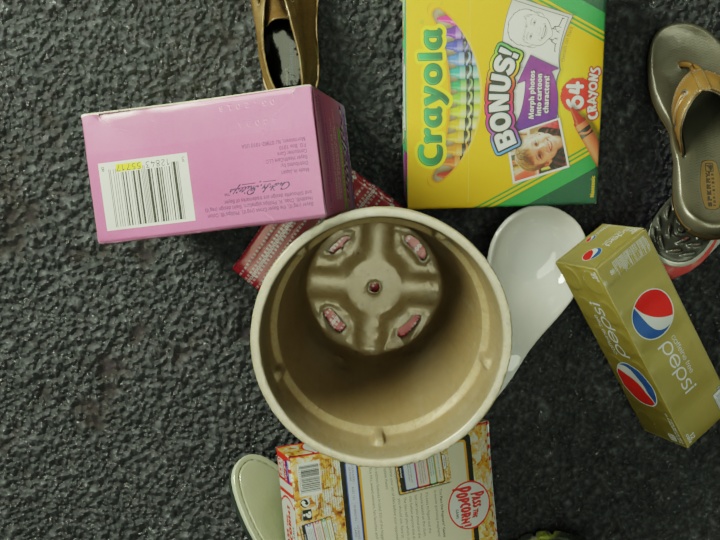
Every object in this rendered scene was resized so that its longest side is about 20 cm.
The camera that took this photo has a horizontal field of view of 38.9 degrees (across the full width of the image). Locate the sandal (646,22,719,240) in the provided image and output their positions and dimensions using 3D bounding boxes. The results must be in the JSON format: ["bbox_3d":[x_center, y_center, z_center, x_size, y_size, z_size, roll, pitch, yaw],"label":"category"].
[{"bbox_3d":[0.296,-0.128,0.885,0.081,0.055,0.203,-1,73,9],"label":"sandal"}]

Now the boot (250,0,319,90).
[{"bbox_3d":[-0.068,-0.242,0.875,0.073,0.076,0.203,-8,100,2],"label":"boot"}]

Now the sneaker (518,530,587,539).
[{"bbox_3d":[0.148,0.325,1.001,0.198,0.075,0.085,-24,107,12],"label":"sneaker"}]

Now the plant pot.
[{"bbox_3d":[0.013,0.033,0.852,0.197,0.184,0.203,0,103,-2],"label":"plant pot"}]

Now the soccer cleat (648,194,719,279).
[{"bbox_3d":[0.332,-0.077,0.933,0.068,0.073,0.200,37,81,21],"label":"soccer cleat"}]

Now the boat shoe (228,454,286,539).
[{"bbox_3d":[-0.072,0.263,0.980,0.066,0.075,0.200,-20,115,46],"label":"boat shoe"}]

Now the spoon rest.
[{"bbox_3d":[0.143,0.037,0.941,0.098,0.061,0.202,20,102,-15],"label":"spoon rest"}]

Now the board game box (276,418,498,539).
[{"bbox_3d":[0.029,0.226,0.944,0.197,0.046,0.154,-6,93,-19],"label":"board game box"}]

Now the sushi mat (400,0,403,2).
[{"bbox_3d":[0.049,-0.292,0.900,0.200,0.012,0.096,42,96,-9],"label":"sushi mat"}]

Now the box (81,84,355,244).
[{"bbox_3d":[-0.104,-0.083,0.827,0.173,0.200,0.098,-6,95,6],"label":"box"}]

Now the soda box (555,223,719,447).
[{"bbox_3d":[0.259,0.058,0.929,0.064,0.068,0.201,-35,107,-15],"label":"soda box"}]

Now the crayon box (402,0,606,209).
[{"bbox_3d":[0.122,-0.159,0.896,0.170,0.058,0.203,-2,107,-3],"label":"crayon box"}]

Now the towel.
[{"bbox_3d":[0.000,0.000,0.951,0.199,0.022,0.145,36,98,-7],"label":"towel"}]
